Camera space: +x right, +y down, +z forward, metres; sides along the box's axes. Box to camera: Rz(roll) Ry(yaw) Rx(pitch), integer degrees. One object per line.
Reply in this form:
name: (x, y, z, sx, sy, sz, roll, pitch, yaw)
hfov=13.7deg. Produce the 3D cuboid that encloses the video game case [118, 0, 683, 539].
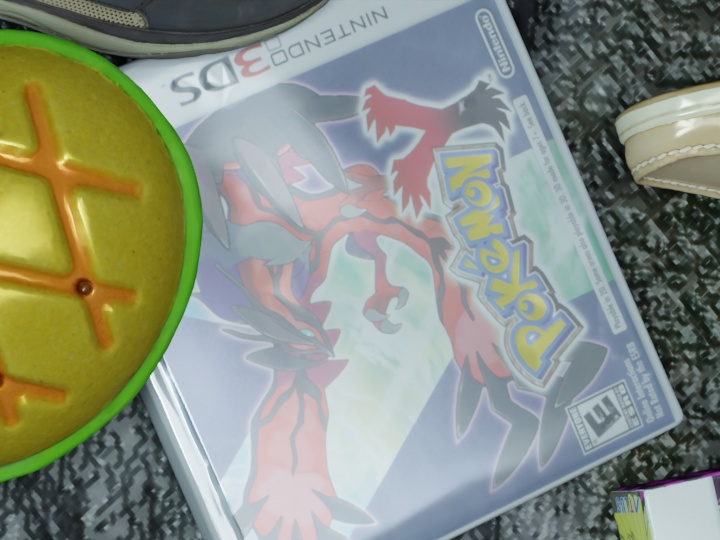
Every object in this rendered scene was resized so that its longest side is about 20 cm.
video game case: (0.000, 0.000, 1.069, 0.182, 0.023, 0.201, -24, 93, -18)

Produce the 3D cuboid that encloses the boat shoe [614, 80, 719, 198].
boat shoe: (0.189, -0.029, 1.107, 0.199, 0.074, 0.070, 3, 78, -18)

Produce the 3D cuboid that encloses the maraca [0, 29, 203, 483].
maraca: (-0.141, 0.013, 0.982, 0.137, 0.107, 0.200, 43, 88, -2)

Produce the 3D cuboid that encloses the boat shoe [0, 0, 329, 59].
boat shoe: (-0.093, -0.121, 1.015, 0.199, 0.073, 0.075, 1, 66, -18)

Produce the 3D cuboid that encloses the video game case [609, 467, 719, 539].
video game case: (0.203, 0.150, 1.114, 0.199, 0.036, 0.182, -10, 89, -19)
